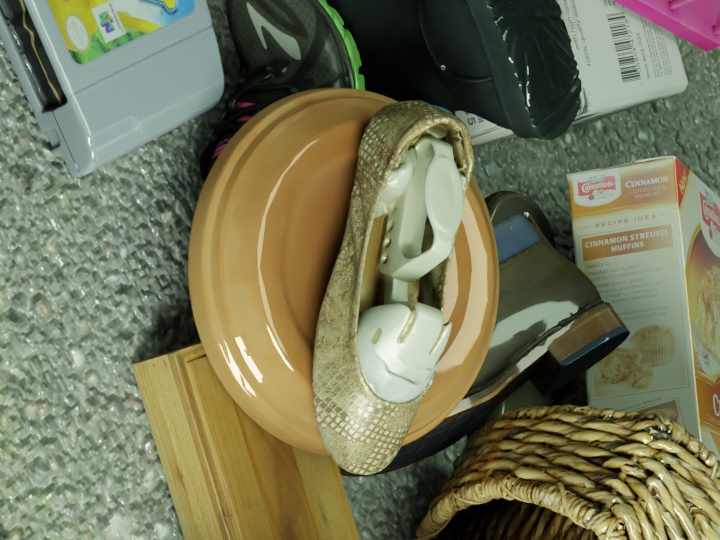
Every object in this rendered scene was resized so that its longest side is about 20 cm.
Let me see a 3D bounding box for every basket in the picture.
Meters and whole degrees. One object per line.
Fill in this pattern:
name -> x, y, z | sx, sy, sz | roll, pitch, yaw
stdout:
basket -> 0.109, 0.170, 1.543 | 0.143, 0.200, 0.149 | 41, 63, -21

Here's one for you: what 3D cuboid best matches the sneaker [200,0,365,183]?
sneaker -> -0.045, -0.075, 1.552 | 0.084, 0.077, 0.201 | 3, 72, -45

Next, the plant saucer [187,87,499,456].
plant saucer -> 0.000, 0.000, 1.515 | 0.199, 0.037, 0.201 | 3, 85, -35

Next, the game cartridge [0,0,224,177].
game cartridge -> -0.147, -0.163, 1.497 | 0.133, 0.040, 0.201 | -34, 104, -52

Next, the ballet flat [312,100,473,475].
ballet flat -> 0.020, 0.006, 1.466 | 0.070, 0.065, 0.201 | 12, 79, -31

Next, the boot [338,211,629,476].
boot -> 0.050, 0.043, 1.622 | 0.199, 0.075, 0.097 | -25, 74, -27

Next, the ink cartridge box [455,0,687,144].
ink cartridge box -> 0.099, -0.159, 1.731 | 0.200, 0.084, 0.146 | -14, 88, -50

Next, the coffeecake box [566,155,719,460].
coffeecake box -> 0.190, 0.047, 1.738 | 0.153, 0.073, 0.201 | 28, 55, -66

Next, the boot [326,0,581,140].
boot -> 0.030, -0.157, 1.567 | 0.073, 0.162, 0.199 | -45, 131, -37

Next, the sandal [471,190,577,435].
sandal -> 0.103, 0.049, 1.691 | 0.082, 0.054, 0.201 | 23, 62, -42

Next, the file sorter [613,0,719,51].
file sorter -> 0.195, -0.247, 1.710 | 0.200, 0.125, 0.140 | 22, 58, -42

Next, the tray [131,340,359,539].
tray -> -0.049, 0.132, 1.510 | 0.098, 0.037, 0.201 | -18, 90, -49
